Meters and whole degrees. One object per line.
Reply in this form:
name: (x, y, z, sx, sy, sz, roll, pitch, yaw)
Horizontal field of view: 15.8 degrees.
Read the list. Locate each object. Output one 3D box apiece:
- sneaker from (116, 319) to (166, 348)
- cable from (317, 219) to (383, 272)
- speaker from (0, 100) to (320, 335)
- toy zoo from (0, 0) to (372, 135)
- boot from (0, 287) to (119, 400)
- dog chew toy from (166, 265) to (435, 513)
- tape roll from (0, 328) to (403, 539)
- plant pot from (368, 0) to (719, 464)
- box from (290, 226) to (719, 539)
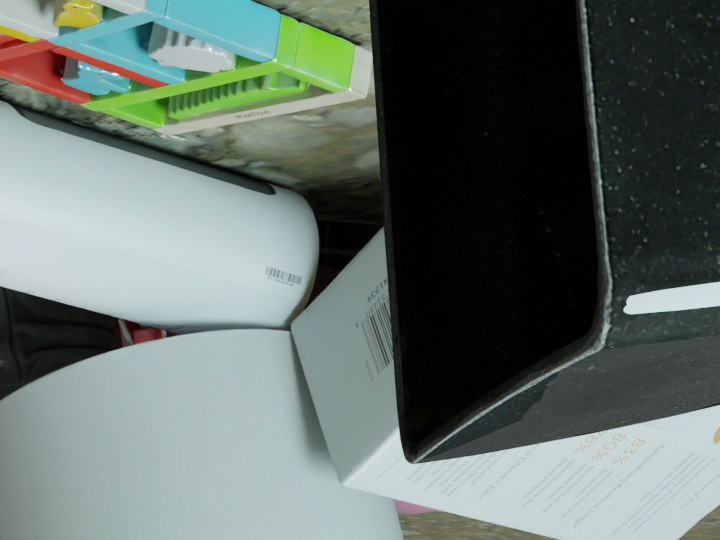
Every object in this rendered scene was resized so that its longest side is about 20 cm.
sneaker: (-0.128, 0.030, 1.409, 0.086, 0.074, 0.200, -9, -175, 16)
cable: (0.000, 0.000, 1.262, 0.199, 0.051, 0.097, 6, 166, 1)
speaker: (-0.120, -0.022, 1.169, 0.199, 0.082, 0.081, 16, 165, -34)
toy zoo: (-0.111, -0.094, 0.975, 0.200, 0.021, 0.131, 18, 164, -38)
boot: (-0.197, 0.024, 1.306, 0.199, 0.131, 0.068, -1, 165, 34)
dog chew toy: (-0.014, 0.050, 1.366, 0.199, 0.125, 0.124, 24, 162, -26)
tape roll: (-0.081, 0.131, 1.225, 0.202, 0.140, 0.203, -13, 157, -6)
plant pot: (0.106, -0.070, 0.589, 0.177, 0.200, 0.200, -2, 169, -10)
box: (0.089, 0.045, 1.188, 0.200, 0.098, 0.124, 18, 129, -37)
